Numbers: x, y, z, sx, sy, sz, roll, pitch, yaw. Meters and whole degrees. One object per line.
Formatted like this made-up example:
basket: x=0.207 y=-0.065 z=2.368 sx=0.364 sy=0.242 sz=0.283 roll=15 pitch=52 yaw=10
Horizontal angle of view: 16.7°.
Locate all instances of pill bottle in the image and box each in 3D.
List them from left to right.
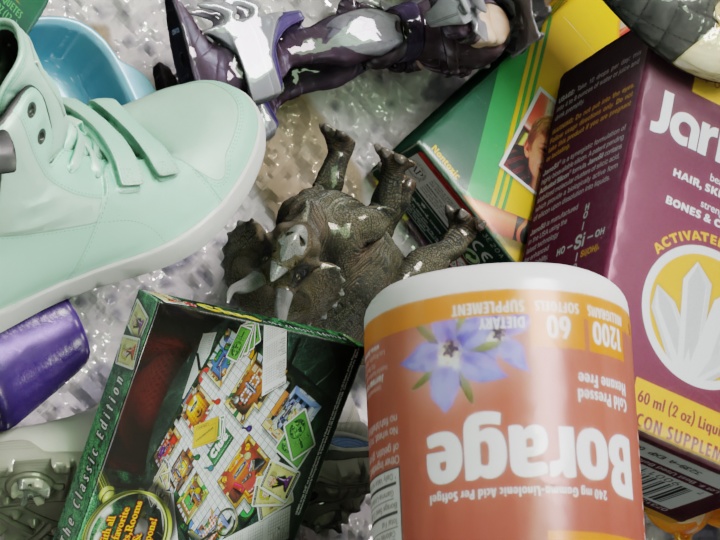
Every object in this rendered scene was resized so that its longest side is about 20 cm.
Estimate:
pill bottle: x=0.060 y=0.106 z=0.987 sx=0.111 sy=0.112 sz=0.202 roll=6 pitch=71 yaw=-28

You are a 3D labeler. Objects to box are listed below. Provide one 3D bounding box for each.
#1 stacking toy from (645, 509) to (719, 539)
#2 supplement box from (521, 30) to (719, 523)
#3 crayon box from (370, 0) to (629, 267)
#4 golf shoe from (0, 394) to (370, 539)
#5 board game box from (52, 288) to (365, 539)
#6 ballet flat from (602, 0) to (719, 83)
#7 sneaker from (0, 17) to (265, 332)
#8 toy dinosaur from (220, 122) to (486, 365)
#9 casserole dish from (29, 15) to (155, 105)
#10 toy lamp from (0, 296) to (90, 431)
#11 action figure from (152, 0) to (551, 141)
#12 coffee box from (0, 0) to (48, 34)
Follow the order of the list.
stacking toy: x=0.229 y=0.123 z=1.216 sx=0.199 sy=0.110 sz=0.117 roll=12 pitch=70 yaw=-21
supplement box: x=0.141 y=0.001 z=1.139 sx=0.110 sy=0.086 sz=0.201 roll=23 pitch=64 yaw=-21
crayon box: x=0.129 y=-0.028 z=1.227 sx=0.200 sy=0.058 sz=0.173 roll=51 pitch=59 yaw=-7
golf shoe: x=-0.090 y=0.071 z=1.081 sx=0.199 sy=0.078 sz=0.098 roll=1 pitch=55 yaw=-32
board game box: x=-0.077 y=0.112 z=1.023 sx=0.104 sy=0.023 sz=0.201 roll=13 pitch=103 yaw=-35
ballet flat: x=0.122 y=-0.171 z=1.101 sx=0.066 sy=0.057 sz=0.201 roll=-38 pitch=98 yaw=-36
sneaker: x=-0.111 y=-0.056 z=0.996 sx=0.074 sy=0.119 sz=0.200 roll=34 pitch=48 yaw=28
toy dinosaur: x=0.000 y=0.000 z=1.124 sx=0.103 sy=0.077 sz=0.200 roll=-60 pitch=144 yaw=-6
casserole dish: x=-0.174 y=-0.036 z=1.073 sx=0.199 sy=0.039 sz=0.122 roll=-23 pitch=88 yaw=-31
toy lamp: x=-0.203 y=0.064 z=0.993 sx=0.199 sy=0.058 sz=0.058 roll=-28 pitch=90 yaw=-21
action figure: x=0.005 y=-0.110 z=1.148 sx=0.199 sy=0.130 sz=0.070 roll=-16 pitch=80 yaw=-20
coffee box: x=-0.171 y=-0.175 z=1.054 sx=0.123 sy=0.044 sz=0.200 roll=47 pitch=31 yaw=-17
